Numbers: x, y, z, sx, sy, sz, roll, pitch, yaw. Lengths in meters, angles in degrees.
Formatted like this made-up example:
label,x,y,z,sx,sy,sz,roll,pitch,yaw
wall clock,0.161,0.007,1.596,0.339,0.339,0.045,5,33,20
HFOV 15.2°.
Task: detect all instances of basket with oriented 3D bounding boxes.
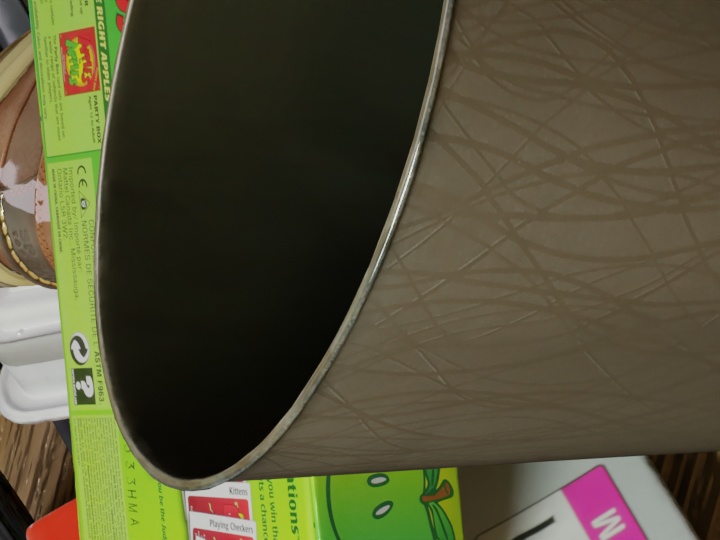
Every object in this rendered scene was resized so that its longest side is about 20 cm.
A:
label,x,y,z,sx,sy,sz,roll,pitch,yaw
basket,0.065,-0.031,0.583,0.136,0.199,0.181,39,117,56

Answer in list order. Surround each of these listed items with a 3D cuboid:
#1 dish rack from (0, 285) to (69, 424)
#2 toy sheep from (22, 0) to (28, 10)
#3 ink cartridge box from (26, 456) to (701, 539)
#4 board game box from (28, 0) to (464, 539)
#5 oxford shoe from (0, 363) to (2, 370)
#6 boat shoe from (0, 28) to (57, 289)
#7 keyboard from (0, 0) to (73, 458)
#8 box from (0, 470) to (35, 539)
label,x,y,z,sx,sy,sz,roll,pitch,yaw
dish rack,-0.026,-0.040,0.805,0.200,0.044,0.172,-10,41,40
toy sheep,-0.095,-0.098,0.975,0.200,0.138,0.138,-36,48,39
ink cartridge box,-0.006,0.079,0.737,0.173,0.044,0.200,-29,40,1
board game box,-0.030,-0.001,0.671,0.101,0.048,0.201,-4,92,49
oxford shoe,-0.112,0.029,1.005,0.073,0.084,0.200,-65,32,17
boat shoe,-0.044,-0.077,0.769,0.067,0.072,0.200,9,61,44
keyboard,-0.121,0.006,0.929,0.127,0.021,0.200,-34,83,35
box,-0.165,0.065,0.993,0.035,0.200,0.110,-31,36,-4
